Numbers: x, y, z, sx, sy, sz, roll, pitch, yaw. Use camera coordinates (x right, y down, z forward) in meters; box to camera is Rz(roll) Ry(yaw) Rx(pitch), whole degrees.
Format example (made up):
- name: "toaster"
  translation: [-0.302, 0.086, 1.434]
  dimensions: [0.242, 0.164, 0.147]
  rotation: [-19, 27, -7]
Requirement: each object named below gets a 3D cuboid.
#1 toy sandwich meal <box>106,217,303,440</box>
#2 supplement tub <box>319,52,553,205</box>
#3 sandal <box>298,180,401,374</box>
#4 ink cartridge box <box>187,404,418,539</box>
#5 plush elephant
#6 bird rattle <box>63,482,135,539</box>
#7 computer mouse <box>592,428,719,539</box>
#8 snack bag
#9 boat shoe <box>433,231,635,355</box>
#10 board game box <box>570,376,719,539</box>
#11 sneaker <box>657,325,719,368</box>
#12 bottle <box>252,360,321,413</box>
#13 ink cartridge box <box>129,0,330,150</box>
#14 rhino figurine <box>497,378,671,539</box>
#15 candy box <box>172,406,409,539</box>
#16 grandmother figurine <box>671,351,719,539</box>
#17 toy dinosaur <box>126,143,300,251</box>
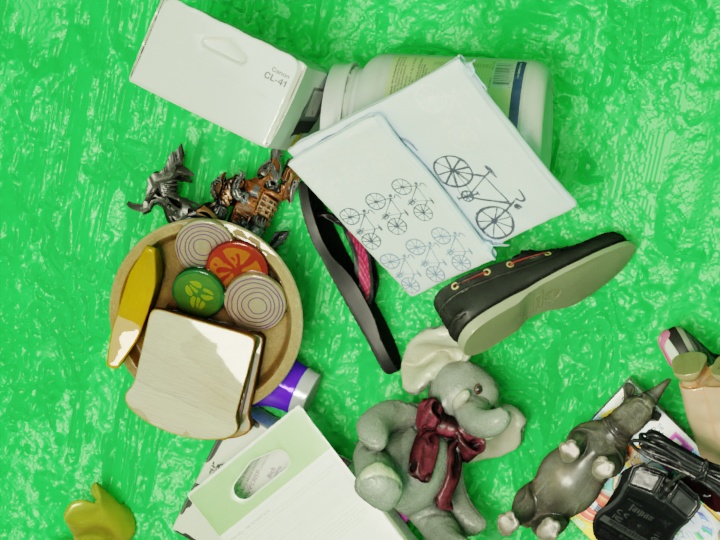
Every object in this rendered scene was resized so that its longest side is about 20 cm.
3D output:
- name: "toy sandwich meal"
  translation: [-0.148, 0.055, 1.517]
  dimensions: [0.202, 0.070, 0.208]
  rotation: [2, 104, 7]
- name: "supplement tub"
  translation: [0.071, -0.122, 1.507]
  dimensions: [0.197, 0.145, 0.147]
  rotation: [4, 94, 11]
- name: "sandal"
  translation: [0.000, 0.000, 1.567]
  dimensions: [0.045, 0.075, 0.202]
  rotation: [-27, 96, 14]
- name: "ink cartridge box"
  translation: [-0.044, 0.242, 1.538]
  dimensions: [0.145, 0.048, 0.201]
  rotation: [-38, 86, 11]
- name: "plush elephant"
  translation: [0.078, 0.151, 1.512]
  dimensions: [0.155, 0.200, 0.165]
  rotation: [-45, 114, 5]
- name: "bird rattle"
  translation: [-0.231, 0.314, 1.593]
  dimensions: [0.200, 0.163, 0.113]
  rotation: [40, 118, 15]
- name: "computer mouse"
  translation: [0.286, 0.207, 1.454]
  dimensions: [0.139, 0.201, 0.046]
  rotation: [26, 55, 11]
- name: "snack bag"
  translation: [0.065, -0.075, 1.436]
  dimensions: [0.199, 0.022, 0.189]
  rotation: [-25, 121, 32]
- name: "boat shoe"
  translation: [0.160, 0.006, 1.510]
  dimensions: [0.200, 0.074, 0.063]
  rotation: [-25, 59, -19]
- name: "board game box"
  translation: [0.277, 0.217, 1.542]
  dimensions: [0.200, 0.034, 0.135]
  rotation: [43, 100, 6]
- name: "sneaker"
  translation: [0.361, 0.104, 1.501]
  dimensions: [0.199, 0.074, 0.088]
  rotation: [38, 100, 2]
- name: "bottle"
  translation: [-0.135, 0.079, 1.599]
  dimensions: [0.198, 0.065, 0.084]
  rotation: [26, 90, 9]
- name: "ink cartridge box"
  translation: [-0.107, -0.173, 1.511]
  dimensions: [0.146, 0.200, 0.086]
  rotation: [26, 98, 9]
- name: "rhino figurine"
  translation: [0.207, 0.167, 1.491]
  dimensions: [0.060, 0.087, 0.200]
  rotation: [44, 101, 11]
- name: "candy box"
  translation: [-0.062, 0.234, 1.597]
  dimensions: [0.199, 0.061, 0.137]
  rotation: [30, 99, 7]
- name: "grandmother figurine"
  translation: [0.330, 0.171, 1.460]
  dimensions: [0.120, 0.060, 0.202]
  rotation: [5, 117, 41]
- name: "toy dinosaur"
  translation: [-0.145, -0.045, 1.572]
  dimensions: [0.136, 0.102, 0.200]
  rotation: [44, 61, -5]
